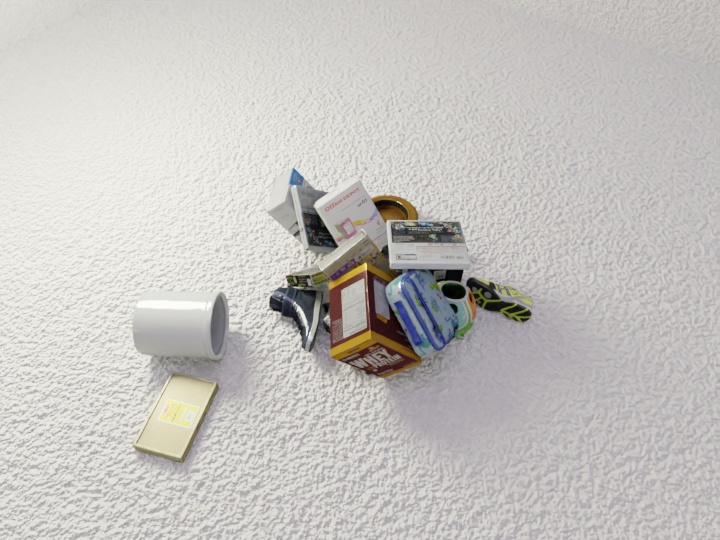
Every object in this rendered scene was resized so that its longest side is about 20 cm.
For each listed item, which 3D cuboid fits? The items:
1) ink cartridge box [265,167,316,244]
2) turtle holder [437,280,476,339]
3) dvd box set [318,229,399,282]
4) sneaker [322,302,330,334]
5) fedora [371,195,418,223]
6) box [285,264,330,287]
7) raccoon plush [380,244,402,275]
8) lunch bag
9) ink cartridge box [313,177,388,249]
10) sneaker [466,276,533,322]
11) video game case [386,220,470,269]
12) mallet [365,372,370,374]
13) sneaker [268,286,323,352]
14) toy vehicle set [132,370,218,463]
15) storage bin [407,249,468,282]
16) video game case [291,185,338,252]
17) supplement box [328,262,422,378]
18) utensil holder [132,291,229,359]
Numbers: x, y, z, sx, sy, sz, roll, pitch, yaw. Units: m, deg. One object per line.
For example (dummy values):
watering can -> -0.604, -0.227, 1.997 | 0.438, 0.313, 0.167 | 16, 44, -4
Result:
ink cartridge box -> -0.172, -0.178, 1.673 | 0.083, 0.200, 0.147 | -23, 42, 32
turtle holder -> 0.223, 0.087, 1.509 | 0.183, 0.133, 0.141 | 28, 55, 20
dvd box set -> 0.000, 0.000, 1.449 | 0.145, 0.200, 0.030 | -38, 47, 5
sneaker -> -0.058, 0.157, 1.490 | 0.079, 0.075, 0.202 | -9, 43, -1
fedora -> 0.084, -0.149, 1.738 | 0.196, 0.083, 0.203 | -1, 45, 1
box -> -0.122, 0.012, 1.534 | 0.108, 0.199, 0.035 | -20, 97, -25
raccoon plush -> 0.114, -0.007, 1.608 | 0.199, 0.098, 0.133 | 34, 53, 31
lunch bag -> 0.152, 0.098, 1.375 | 0.160, 0.082, 0.203 | -29, 90, -54
ink cartridge box -> -0.020, -0.137, 1.579 | 0.143, 0.202, 0.085 | -34, 16, -3
sneaker -> 0.388, 0.072, 1.576 | 0.197, 0.076, 0.077 | 29, 46, 8
video game case -> 0.168, -0.067, 1.426 | 0.195, 0.024, 0.184 | 0, 40, -1
mallet -> 0.024, 0.179, 1.493 | 0.064, 0.041, 0.203 | -7, 55, -10
sneaker -> -0.178, 0.124, 1.492 | 0.143, 0.078, 0.204 | 12, 40, -7
toy vehicle set -> -0.435, 0.344, 1.340 | 0.122, 0.027, 0.202 | 13, 50, 9
storage bin -> 0.210, -0.024, 1.557 | 0.132, 0.202, 0.095 | -6, 48, -7
video game case -> -0.111, -0.144, 1.629 | 0.198, 0.023, 0.186 | 3, 71, -55
supplement box -> 0.036, 0.128, 1.386 | 0.132, 0.196, 0.203 | -27, 50, 34
utensil holder -> -0.450, 0.137, 1.424 | 0.195, 0.172, 0.172 | 1, 49, 2
